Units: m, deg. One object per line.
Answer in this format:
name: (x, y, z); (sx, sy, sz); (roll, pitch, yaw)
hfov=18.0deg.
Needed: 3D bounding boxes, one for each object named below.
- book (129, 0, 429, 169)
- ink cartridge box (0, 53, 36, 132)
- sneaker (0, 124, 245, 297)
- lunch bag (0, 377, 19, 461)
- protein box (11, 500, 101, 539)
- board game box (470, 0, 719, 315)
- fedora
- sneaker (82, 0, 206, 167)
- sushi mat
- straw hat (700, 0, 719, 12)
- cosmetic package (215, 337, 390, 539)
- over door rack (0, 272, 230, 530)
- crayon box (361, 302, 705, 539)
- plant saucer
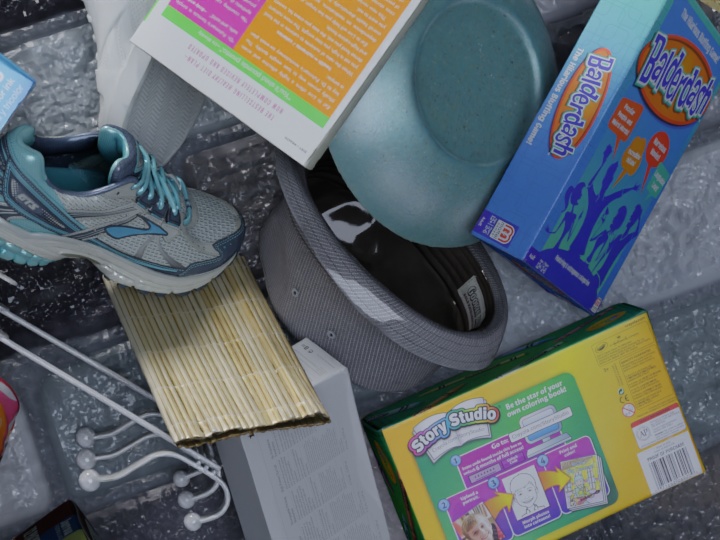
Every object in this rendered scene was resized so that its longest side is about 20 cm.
book: (-0.027, -0.180, 1.341); (0.133, 0.048, 0.200); (36, 92, 4)
ink cartridge box: (-0.318, -0.116, 1.350); (0.200, 0.147, 0.146); (37, 87, -13)
sneaker: (-0.145, -0.042, 1.392); (0.199, 0.078, 0.086); (6, 133, -39)
lunch bag: (-0.306, 0.108, 1.351); (0.175, 0.200, 0.082); (22, 52, -7)
protein box: (-0.199, 0.290, 1.417); (0.198, 0.135, 0.201); (-35, 101, -7)
board game box: (0.159, -0.083, 1.458); (0.045, 0.152, 0.201); (28, 89, 27)
fedora: (0.000, 0.000, 1.443); (0.200, 0.177, 0.090); (48, 119, 6)
sneaker: (-0.149, -0.164, 1.427); (0.073, 0.115, 0.201); (-19, 135, -46)
sushi mat: (-0.092, 0.045, 1.393); (0.095, 0.200, 0.012); (-10, 122, -15)
straw hat: (0.256, -0.264, 1.492); (0.200, 0.085, 0.202); (-2, 101, -11)
cosmetic package: (-0.034, 0.146, 1.434); (0.082, 0.051, 0.201); (-31, 130, -23)
over door rack: (-0.170, 0.078, 1.397); (0.200, 0.148, 0.067); (43, 89, -11)
crayon box: (0.115, 0.115, 1.508); (0.199, 0.058, 0.119); (-23, 99, -9)
plant saucer: (0.062, -0.116, 1.416); (0.200, 0.039, 0.202); (2, 86, -38)
